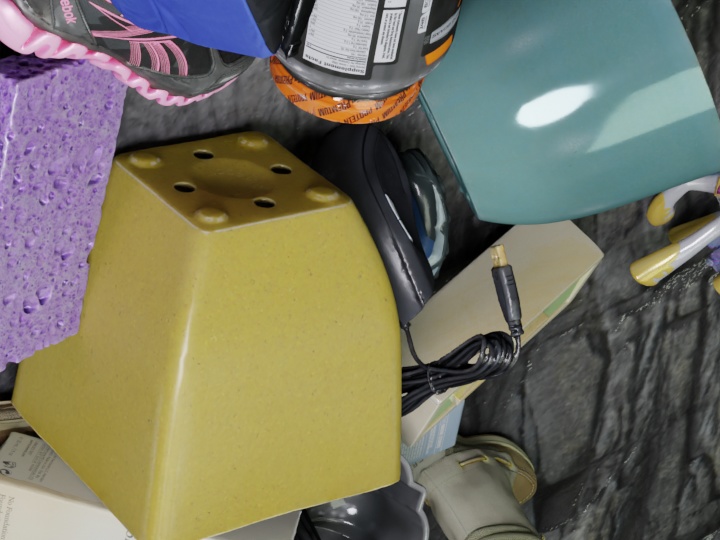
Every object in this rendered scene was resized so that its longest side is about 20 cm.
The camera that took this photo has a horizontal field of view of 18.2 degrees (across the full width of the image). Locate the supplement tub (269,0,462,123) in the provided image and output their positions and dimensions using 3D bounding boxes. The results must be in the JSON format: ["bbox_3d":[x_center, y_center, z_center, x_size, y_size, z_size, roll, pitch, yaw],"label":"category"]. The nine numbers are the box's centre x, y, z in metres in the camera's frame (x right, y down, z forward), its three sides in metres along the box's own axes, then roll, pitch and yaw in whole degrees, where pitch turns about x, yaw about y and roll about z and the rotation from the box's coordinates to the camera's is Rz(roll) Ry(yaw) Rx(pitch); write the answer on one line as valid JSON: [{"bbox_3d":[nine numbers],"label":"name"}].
[{"bbox_3d":[0.005,-0.190,1.310,0.122,0.123,0.200,-19,144,-26],"label":"supplement tub"}]

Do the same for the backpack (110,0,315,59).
[{"bbox_3d":[-0.078,-0.241,1.132,0.200,0.168,0.163,-63,159,-22],"label":"backpack"}]

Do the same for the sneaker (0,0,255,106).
[{"bbox_3d":[-0.115,-0.152,1.260,0.095,0.079,0.200,-30,157,33],"label":"sneaker"}]

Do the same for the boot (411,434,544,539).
[{"bbox_3d":[0.116,0.208,1.885,0.072,0.155,0.200,-46,147,14],"label":"boot"}]

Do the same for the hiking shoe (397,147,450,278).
[{"bbox_3d":[0.000,0.000,1.587,0.087,0.074,0.200,-12,140,-35],"label":"hiking shoe"}]

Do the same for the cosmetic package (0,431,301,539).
[{"bbox_3d":[-0.149,0.186,1.452,0.073,0.200,0.104,-68,172,-68],"label":"cosmetic package"}]

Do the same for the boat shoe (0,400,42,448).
[{"bbox_3d":[-0.233,0.115,1.518,0.200,0.065,0.071,2,116,-41],"label":"boat shoe"}]

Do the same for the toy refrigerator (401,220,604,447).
[{"bbox_3d":[0.090,0.040,1.661,0.200,0.070,0.076,-39,167,-34],"label":"toy refrigerator"}]

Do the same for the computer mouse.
[{"bbox_3d":[0.029,-0.009,1.467,0.140,0.200,0.046,-17,173,35],"label":"computer mouse"}]

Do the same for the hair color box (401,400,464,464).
[{"bbox_3d":[-0.034,0.114,1.675,0.200,0.099,0.061,-21,145,-24],"label":"hair color box"}]

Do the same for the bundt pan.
[{"bbox_3d":[-0.055,0.189,1.576,0.202,0.076,0.202,-15,120,-28],"label":"bundt pan"}]

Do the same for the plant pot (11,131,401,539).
[{"bbox_3d":[-0.092,0.027,1.436,0.195,0.194,0.200,-13,124,-33],"label":"plant pot"}]

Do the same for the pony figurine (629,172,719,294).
[{"bbox_3d":[0.334,-0.056,1.793,0.193,0.167,0.200,9,142,-40],"label":"pony figurine"}]

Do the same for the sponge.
[{"bbox_3d":[-0.192,-0.038,1.322,0.112,0.030,0.200,-28,138,-55],"label":"sponge"}]

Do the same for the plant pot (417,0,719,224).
[{"bbox_3d":[0.121,-0.121,1.450,0.161,0.201,0.201,-26,147,1],"label":"plant pot"}]
